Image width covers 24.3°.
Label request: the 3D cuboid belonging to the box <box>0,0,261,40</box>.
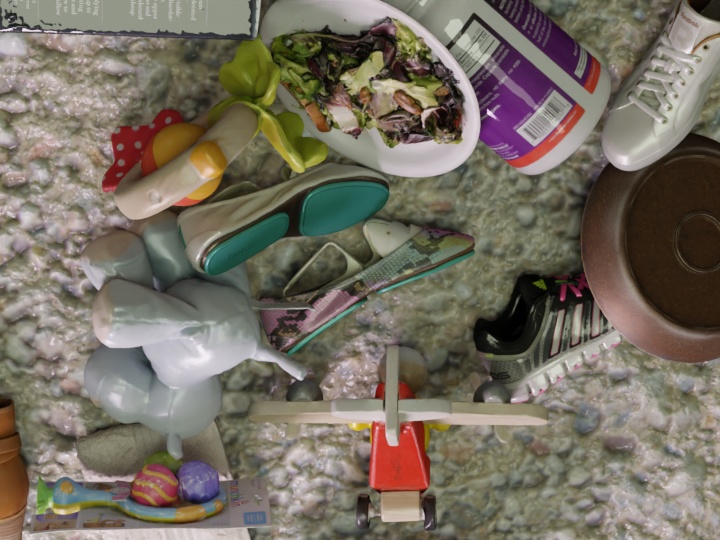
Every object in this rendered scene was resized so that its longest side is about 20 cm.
[{"bbox_3d":[-0.177,-0.244,1.287,0.198,0.148,0.105,0,109,-8],"label":"box"}]

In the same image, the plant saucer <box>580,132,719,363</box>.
[{"bbox_3d":[0.285,-0.022,1.435,0.198,0.034,0.202,2,84,-18],"label":"plant saucer"}]

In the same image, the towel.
[{"bbox_3d":[-0.172,0.224,1.513,0.131,0.035,0.202,-15,110,-2],"label":"towel"}]

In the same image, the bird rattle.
[{"bbox_3d":[-0.138,-0.098,1.319,0.199,0.163,0.113,-17,110,27],"label":"bird rattle"}]

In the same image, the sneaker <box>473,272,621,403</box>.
[{"bbox_3d":[0.180,0.030,1.466,0.199,0.074,0.088,-37,113,10],"label":"sneaker"}]

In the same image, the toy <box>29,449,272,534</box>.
[{"bbox_3d":[-0.177,0.183,1.421,0.198,0.115,0.048,-4,104,-5],"label":"toy"}]

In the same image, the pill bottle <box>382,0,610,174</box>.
[{"bbox_3d":[0.101,-0.176,1.363,0.200,0.113,0.113,38,101,-17],"label":"pill bottle"}]

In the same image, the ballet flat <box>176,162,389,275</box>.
[{"bbox_3d":[-0.066,-0.057,1.398,0.199,0.069,0.070,-22,114,-31],"label":"ballet flat"}]

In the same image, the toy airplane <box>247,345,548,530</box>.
[{"bbox_3d":[0.031,0.121,1.446,0.199,0.142,0.199,30,136,-29],"label":"toy airplane"}]

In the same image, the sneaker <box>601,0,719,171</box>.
[{"bbox_3d":[0.261,-0.177,1.390,0.201,0.073,0.085,-54,151,4],"label":"sneaker"}]

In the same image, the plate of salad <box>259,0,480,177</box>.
[{"bbox_3d":[0.002,-0.141,1.338,0.200,0.199,0.048,45,55,-18],"label":"plate of salad"}]

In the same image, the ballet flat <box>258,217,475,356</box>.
[{"bbox_3d":[0.000,0.000,1.444,0.199,0.069,0.072,-29,91,4],"label":"ballet flat"}]

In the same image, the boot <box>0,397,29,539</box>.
[{"bbox_3d":[-0.389,0.184,1.453,0.198,0.074,0.156,-4,112,-18],"label":"boot"}]

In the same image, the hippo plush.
[{"bbox_3d":[-0.151,0.056,1.421,0.198,0.160,0.161,16,133,-7],"label":"hippo plush"}]
